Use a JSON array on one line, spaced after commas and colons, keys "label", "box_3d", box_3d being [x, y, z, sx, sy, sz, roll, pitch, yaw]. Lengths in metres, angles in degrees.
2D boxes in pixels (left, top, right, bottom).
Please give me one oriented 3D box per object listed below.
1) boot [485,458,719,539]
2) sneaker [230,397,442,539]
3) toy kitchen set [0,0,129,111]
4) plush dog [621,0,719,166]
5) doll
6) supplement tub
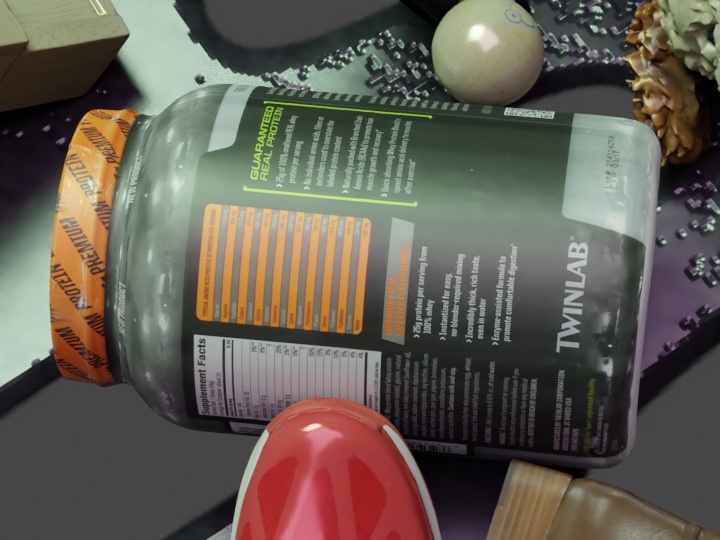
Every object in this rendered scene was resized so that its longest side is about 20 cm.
[{"label": "boot", "box_3d": [0.123, 0.159, 0.817, 0.200, 0.064, 0.187, 15, 63, 6]}, {"label": "sneaker", "box_3d": [-0.011, 0.145, 0.811, 0.078, 0.116, 0.200, -2, 94, 4]}, {"label": "toy kitchen set", "box_3d": [-0.237, -0.088, 0.969, 0.200, 0.180, 0.163, -16, 67, -45]}, {"label": "plush dog", "box_3d": [0.183, -0.079, 0.904, 0.172, 0.200, 0.160, 43, 39, 11]}, {"label": "doll", "box_3d": [0.017, -0.139, 0.946, 0.048, 0.136, 0.200, -35, 55, 23]}, {"label": "supplement tub", "box_3d": [0.000, 0.000, 0.893, 0.200, 0.123, 0.123, 6, 70, 6]}]
